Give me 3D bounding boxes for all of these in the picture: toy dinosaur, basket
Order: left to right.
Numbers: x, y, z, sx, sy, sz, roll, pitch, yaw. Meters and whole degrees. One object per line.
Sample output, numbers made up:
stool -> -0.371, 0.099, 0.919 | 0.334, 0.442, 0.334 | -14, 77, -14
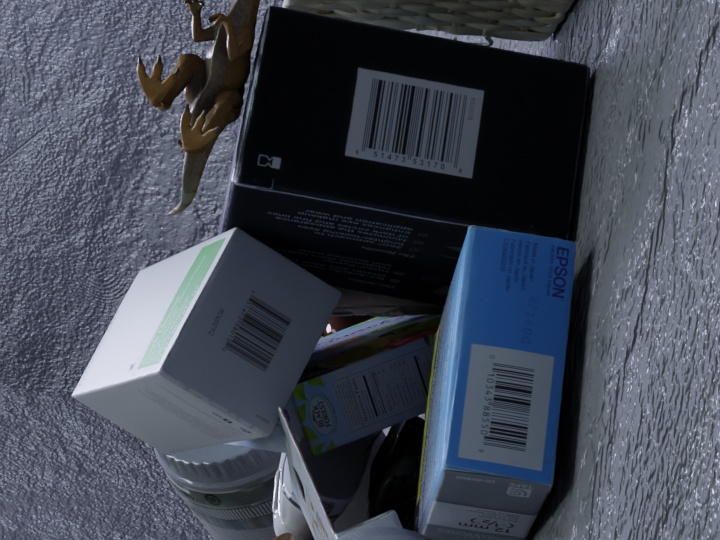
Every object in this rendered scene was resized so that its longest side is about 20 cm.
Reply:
toy dinosaur -> -0.088, -0.096, 1.299 | 0.106, 0.060, 0.200 | -34, -33, -62
basket -> 0.045, -0.227, 1.426 | 0.136, 0.200, 0.124 | 120, 155, -75

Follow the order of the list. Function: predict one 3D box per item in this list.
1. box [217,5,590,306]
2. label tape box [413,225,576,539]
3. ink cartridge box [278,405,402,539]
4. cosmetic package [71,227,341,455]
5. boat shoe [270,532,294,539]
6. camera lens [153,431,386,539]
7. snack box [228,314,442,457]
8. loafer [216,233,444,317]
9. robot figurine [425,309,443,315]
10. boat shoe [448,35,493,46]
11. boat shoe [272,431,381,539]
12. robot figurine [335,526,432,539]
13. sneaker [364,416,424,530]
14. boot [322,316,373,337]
box -> 0.020, -0.061, 1.363 | 0.200, 0.196, 0.118 | 117, 163, -74
label tape box -> 0.072, 0.082, 1.265 | 0.200, 0.066, 0.143 | 97, -179, -66
ink cartridge box -> 0.004, 0.180, 1.358 | 0.200, 0.044, 0.174 | 88, 160, -70
cosmetic package -> -0.101, 0.049, 1.408 | 0.108, 0.085, 0.200 | -64, 18, -18
boat shoe -> -0.042, 0.227, 1.489 | 0.072, 0.072, 0.200 | -36, -14, -7
camera lens -> -0.062, 0.151, 1.748 | 0.200, 0.160, 0.160 | 58, -152, -43
snack box -> -0.008, 0.073, 1.469 | 0.200, 0.142, 0.053 | -6, 102, 71
loafer -> 0.000, 0.000, 1.493 | 0.063, 0.200, 0.072 | 92, 178, -55
robot figurine -> 0.061, -0.025, 1.612 | 0.200, 0.058, 0.145 | -111, 34, -80
boat shoe -> 0.062, -0.121, 1.480 | 0.200, 0.075, 0.062 | 27, -106, -64
boat shoe -> -0.022, 0.127, 1.602 | 0.066, 0.072, 0.200 | -60, 9, 31
robot figurine -> 0.026, 0.200, 1.141 | 0.170, 0.113, 0.200 | -41, 19, -10
sneaker -> 0.031, 0.176, 1.590 | 0.104, 0.060, 0.200 | -79, 2, -64
boot -> 0.032, -0.048, 1.718 | 0.188, 0.068, 0.200 | -45, -26, -40
